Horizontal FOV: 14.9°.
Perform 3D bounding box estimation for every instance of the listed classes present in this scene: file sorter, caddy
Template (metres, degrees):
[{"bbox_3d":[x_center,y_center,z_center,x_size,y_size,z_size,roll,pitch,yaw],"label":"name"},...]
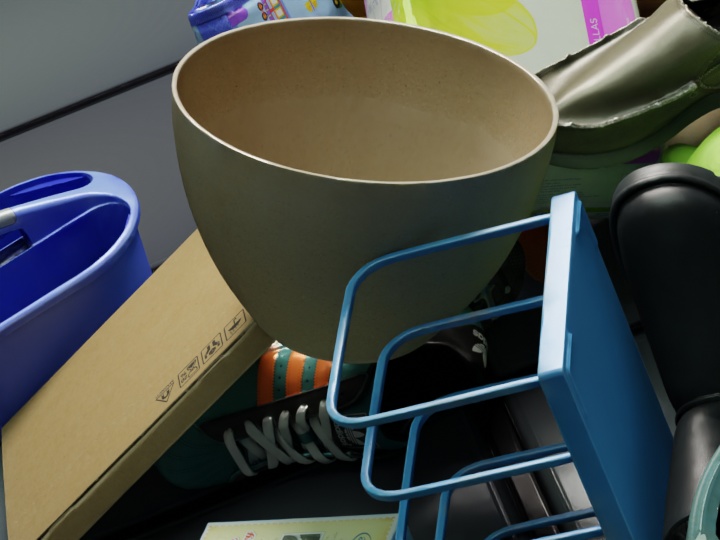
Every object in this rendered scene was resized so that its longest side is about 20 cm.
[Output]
[{"bbox_3d":[0.077,0.093,1.330,0.122,0.200,0.139,-14,34,16],"label":"file sorter"},{"bbox_3d":[-0.219,0.014,1.692,0.200,0.105,0.141,-33,36,-17],"label":"caddy"}]

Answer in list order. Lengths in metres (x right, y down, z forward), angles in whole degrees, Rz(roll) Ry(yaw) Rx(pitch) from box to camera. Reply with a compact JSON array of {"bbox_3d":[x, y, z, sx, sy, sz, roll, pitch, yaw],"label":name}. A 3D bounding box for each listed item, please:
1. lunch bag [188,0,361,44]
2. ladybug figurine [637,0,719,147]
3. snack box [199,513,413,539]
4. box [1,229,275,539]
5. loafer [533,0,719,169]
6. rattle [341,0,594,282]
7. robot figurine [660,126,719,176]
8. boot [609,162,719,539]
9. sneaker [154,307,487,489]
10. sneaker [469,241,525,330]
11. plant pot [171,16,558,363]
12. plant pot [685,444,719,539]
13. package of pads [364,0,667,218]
[{"bbox_3d":[-0.037,-0.114,1.675,0.094,0.151,0.200,-19,14,19],"label":"lunch bag"},{"bbox_3d":[0.191,-0.116,1.647,0.200,0.072,0.136,12,83,54],"label":"ladybug figurine"},{"bbox_3d":[-0.051,0.204,1.390,0.116,0.037,0.200,-5,37,24],"label":"snack box"},{"bbox_3d":[-0.129,0.065,1.560,0.200,0.021,0.164,-45,24,12],"label":"box"},{"bbox_3d":[0.168,-0.120,1.509,0.199,0.070,0.075,-24,47,-16],"label":"loafer"},{"bbox_3d":[0.065,-0.104,1.632,0.130,0.143,0.201,-19,47,19],"label":"rattle"},{"bbox_3d":[0.243,-0.015,1.462,0.175,0.116,0.200,-24,32,-25],"label":"robot figurine"},{"bbox_3d":[0.172,0.069,1.313,0.076,0.201,0.168,-15,30,20],"label":"boot"},{"bbox_3d":[-0.022,0.074,1.529,0.199,0.072,0.080,-28,39,0],"label":"sneaker"},{"bbox_3d":[0.000,0.000,1.617,0.199,0.079,0.090,-10,31,16],"label":"sneaker"},{"bbox_3d":[-0.003,-0.031,1.438,0.199,0.135,0.201,4,27,-2],"label":"plant pot"},{"bbox_3d":[0.207,0.152,1.115,0.199,0.196,0.201,-3,58,5],"label":"plant pot"},{"bbox_3d":[0.084,-0.124,1.588,0.154,0.068,0.201,-4,64,-12],"label":"package of pads"}]
